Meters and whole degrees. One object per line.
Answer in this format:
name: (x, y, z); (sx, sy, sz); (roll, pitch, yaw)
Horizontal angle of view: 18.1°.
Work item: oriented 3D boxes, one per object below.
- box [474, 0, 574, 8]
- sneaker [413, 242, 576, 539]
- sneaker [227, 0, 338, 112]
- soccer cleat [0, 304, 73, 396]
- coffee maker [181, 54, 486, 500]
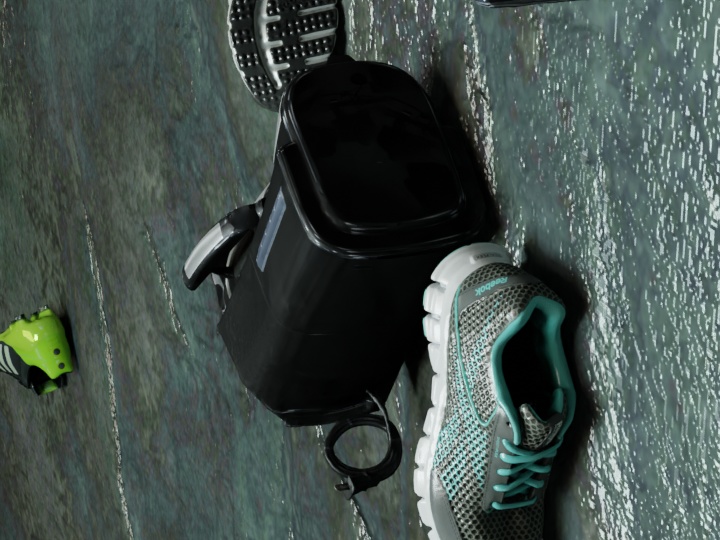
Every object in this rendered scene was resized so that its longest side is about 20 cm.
box: (0.074, -0.237, 1.098); (0.148, 0.107, 0.201); (-152, 58, -65)
sneaker: (0.079, 0.089, 1.251); (0.091, 0.077, 0.201); (21, 118, 61)
sneaker: (-0.058, -0.204, 1.510); (0.080, 0.073, 0.201); (150, 116, -82)
soccer cleat: (-0.341, 0.091, 2.310); (0.081, 0.067, 0.200); (67, 157, 1)
coffee maker: (0.000, 0.000, 1.374); (0.192, 0.135, 0.200); (49, 150, 14)
